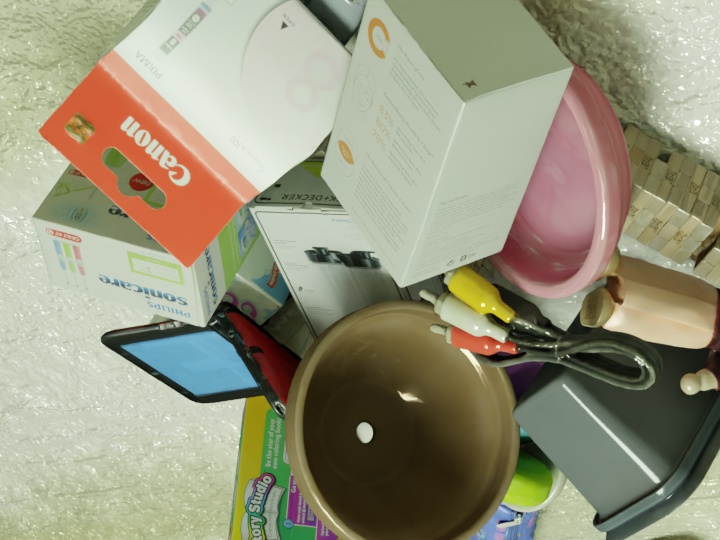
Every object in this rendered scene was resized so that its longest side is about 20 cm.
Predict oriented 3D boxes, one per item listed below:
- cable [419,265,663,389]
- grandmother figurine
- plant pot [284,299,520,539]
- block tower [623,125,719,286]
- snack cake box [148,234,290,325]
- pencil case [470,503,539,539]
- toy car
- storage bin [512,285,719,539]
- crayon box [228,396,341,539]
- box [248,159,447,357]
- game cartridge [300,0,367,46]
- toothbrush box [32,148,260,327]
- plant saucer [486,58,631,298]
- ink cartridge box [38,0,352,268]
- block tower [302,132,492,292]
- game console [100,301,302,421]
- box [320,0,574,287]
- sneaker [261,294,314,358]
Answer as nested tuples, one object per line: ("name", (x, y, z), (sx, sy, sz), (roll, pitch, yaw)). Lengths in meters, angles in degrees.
("cable", (0.133, 0.060, 1.307), (0.199, 0.050, 0.098), (28, 139, 32))
("grandmother figurine", (0.274, 0.039, 1.355), (0.199, 0.122, 0.061), (12, 176, -14))
("plant pot", (0.022, 0.128, 1.388), (0.201, 0.201, 0.093), (40, 160, -15))
("block tower", (0.271, -0.031, 1.308), (0.199, 0.058, 0.054), (31, 142, -1))
("snack cake box", (-0.119, 0.011, 1.563), (0.067, 0.115, 0.200), (35, 143, -11))
("pencil case", (0.140, 0.247, 1.703), (0.078, 0.087, 0.200), (0, 142, -5))
("toy car", (0.103, 0.120, 1.526), (0.175, 0.151, 0.200), (10, -157, -49))
("storage bin", (0.217, 0.102, 1.408), (0.134, 0.200, 0.146), (43, 140, -3))
("crayon box", (-0.036, 0.219, 1.648), (0.171, 0.201, 0.058), (7, 143, -4))
("box", (0.000, 0.000, 1.431), (0.116, 0.060, 0.201), (2, 136, 30))
("game cartridge", (-0.065, -0.214, 1.332), (0.133, 0.041, 0.200), (38, 142, -7))
("toothbrush box", (-0.155, -0.067, 1.423), (0.145, 0.200, 0.086), (15, 142, 17))
("plant saucer", (0.135, -0.081, 1.284), (0.200, 0.051, 0.201), (40, 140, 45))
("ink cartridge box", (-0.112, -0.125, 1.281), (0.163, 0.200, 0.057), (43, 166, -21))
("block tower", (0.024, -0.049, 1.454), (0.200, 0.054, 0.058), (41, 140, -18))
("game console", (-0.105, 0.115, 1.504), (0.173, 0.119, 0.200), (55, -174, 30))
("box", (0.057, -0.106, 1.251), (0.125, 0.097, 0.200), (55, 149, 28))
("sneaker", (-0.061, 0.058, 1.627), (0.081, 0.075, 0.200), (22, 152, -5))
